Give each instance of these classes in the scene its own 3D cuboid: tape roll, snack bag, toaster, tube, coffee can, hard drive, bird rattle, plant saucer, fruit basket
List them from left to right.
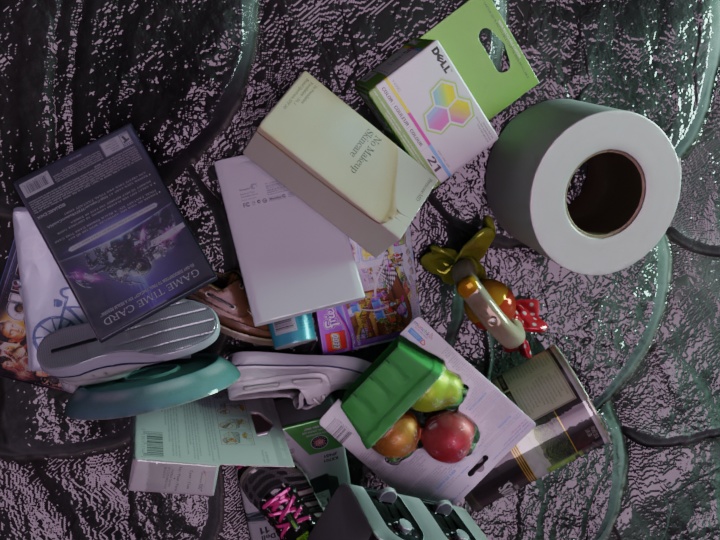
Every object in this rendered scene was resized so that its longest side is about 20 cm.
[{"bbox_3d":[-0.297,0.016,0.942,0.188,0.021,0.200,-4,105,-7],"label":"snack bag"},{"bbox_3d":[-0.239,0.128,0.948,0.200,0.200,0.027,-11,97,-11],"label":"plant saucer"},{"bbox_3d":[-0.100,-0.007,0.993,0.077,0.050,0.200,-11,83,-17],"label":"tube"},{"bbox_3d":[-0.085,-0.047,0.970,0.132,0.025,0.200,-14,79,-10],"label":"hard drive"},{"bbox_3d":[0.033,0.355,0.952,0.181,0.119,0.200,19,109,-28],"label":"toaster"},{"bbox_3d":[0.081,0.185,1.015,0.200,0.094,0.185,41,99,-9],"label":"fruit basket"},{"bbox_3d":[0.162,0.044,1.053,0.113,0.163,0.200,-28,103,15],"label":"bird rattle"},{"bbox_3d":[0.207,0.209,1.097,0.200,0.146,0.146,-30,112,6],"label":"coffee can"},{"bbox_3d":[0.275,-0.109,1.037,0.202,0.139,0.203,-4,107,-14],"label":"tape roll"}]

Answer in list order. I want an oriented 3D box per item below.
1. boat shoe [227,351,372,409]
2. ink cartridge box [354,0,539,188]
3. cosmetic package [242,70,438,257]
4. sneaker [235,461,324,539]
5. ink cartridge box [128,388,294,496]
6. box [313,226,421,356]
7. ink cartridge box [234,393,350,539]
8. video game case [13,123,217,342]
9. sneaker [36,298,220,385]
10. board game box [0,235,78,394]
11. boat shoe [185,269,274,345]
[{"bbox_3d":[-0.073,0.145,1.051,0.200,0.074,0.065,4,68,-12],"label":"boat shoe"},{"bbox_3d":[0.118,-0.222,0.994,0.200,0.076,0.148,-37,112,0],"label":"ink cartridge box"},{"bbox_3d":[-0.023,-0.120,0.948,0.200,0.073,0.104,37,62,-8],"label":"cosmetic package"},{"bbox_3d":[-0.079,0.305,1.010,0.074,0.087,0.200,-34,113,-2],"label":"sneaker"},{"bbox_3d":[-0.183,0.196,0.978,0.176,0.200,0.045,8,105,-17],"label":"ink cartridge box"},{"bbox_3d":[0.000,0.000,1.052,0.137,0.039,0.200,-12,109,-10],"label":"box"},{"bbox_3d":[-0.089,0.275,1.091,0.146,0.083,0.200,-13,110,-10],"label":"ink cartridge box"},{"bbox_3d":[-0.266,-0.043,0.897,0.143,0.019,0.200,-29,85,-9],"label":"video game case"},{"bbox_3d":[-0.253,0.080,0.920,0.200,0.071,0.073,-10,66,-1],"label":"sneaker"},{"bbox_3d":[-0.358,0.040,0.973,0.135,0.035,0.200,18,102,-19],"label":"board game box"},{"bbox_3d":[-0.160,0.036,1.004,0.200,0.072,0.068,17,103,-19],"label":"boat shoe"}]
